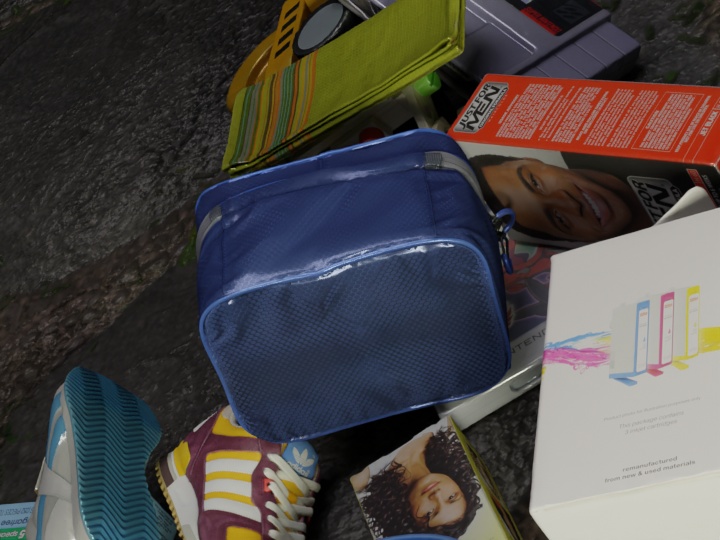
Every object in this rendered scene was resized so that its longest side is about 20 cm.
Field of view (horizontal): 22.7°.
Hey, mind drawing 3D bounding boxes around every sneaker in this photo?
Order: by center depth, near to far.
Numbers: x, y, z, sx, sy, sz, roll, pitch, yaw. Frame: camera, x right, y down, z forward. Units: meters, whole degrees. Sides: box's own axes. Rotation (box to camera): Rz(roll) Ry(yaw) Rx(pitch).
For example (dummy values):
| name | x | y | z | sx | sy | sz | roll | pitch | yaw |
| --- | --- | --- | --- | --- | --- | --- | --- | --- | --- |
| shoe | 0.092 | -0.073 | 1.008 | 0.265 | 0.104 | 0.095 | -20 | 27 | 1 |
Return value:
| name | x | y | z | sx | sy | sz | roll | pitch | yaw |
| --- | --- | --- | --- | --- | --- | --- | --- | --- | --- |
| sneaker | -0.059 | 0.144 | 1.087 | 0.090 | 0.075 | 0.200 | -43 | 37 | 2 |
| sneaker | -0.173 | 0.134 | 1.118 | 0.081 | 0.076 | 0.200 | -51 | 22 | 22 |

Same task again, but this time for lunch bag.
| name | x | y | z | sx | sy | sz | roll | pitch | yaw |
| --- | --- | --- | --- | --- | --- | --- | --- | --- | --- |
| lunch bag | 0.000 | 0.000 | 1.089 | 0.199 | 0.136 | 0.133 | -14 | 41 | 2 |

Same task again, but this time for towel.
| name | x | y | z | sx | sy | sz | roll | pitch | yaw |
| --- | --- | --- | --- | --- | --- | --- | --- | --- | --- |
| towel | -0.013 | -0.133 | 1.199 | 0.200 | 0.018 | 0.086 | -27 | 42 | 31 |

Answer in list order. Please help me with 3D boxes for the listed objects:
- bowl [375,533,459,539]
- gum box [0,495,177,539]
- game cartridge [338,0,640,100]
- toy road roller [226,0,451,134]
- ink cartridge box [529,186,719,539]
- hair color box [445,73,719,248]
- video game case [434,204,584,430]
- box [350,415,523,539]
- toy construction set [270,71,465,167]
| name | x | y | z | sx | sy | sz | roll | pitch | yaw |
| --- | --- | --- | --- | --- | --- | --- | --- | --- | --- |
| bowl | -0.014 | 0.208 | 0.883 | 0.200 | 0.039 | 0.201 | -26 | 18 | 9 |
| gum box | -0.222 | 0.240 | 1.142 | 0.169 | 0.045 | 0.200 | -9 | 44 | 31 |
| game cartridge | 0.083 | -0.181 | 1.245 | 0.200 | 0.038 | 0.130 | 40 | 56 | 22 |
| toy road roller | -0.019 | -0.167 | 1.353 | 0.146 | 0.123 | 0.200 | -25 | 38 | 34 |
| ink cartridge box | 0.176 | 0.069 | 0.932 | 0.125 | 0.129 | 0.200 | -16 | 41 | 26 |
| hair color box | 0.158 | -0.060 | 1.071 | 0.200 | 0.102 | 0.061 | 10 | 57 | 45 |
| video game case | 0.106 | -0.007 | 1.158 | 0.182 | 0.023 | 0.200 | -31 | 37 | 8 |
| box | 0.058 | 0.171 | 0.983 | 0.075 | 0.050 | 0.200 | -34 | 37 | 5 |
| toy construction set | 0.001 | -0.074 | 1.214 | 0.200 | 0.092 | 0.131 | -20 | 44 | 21 |
